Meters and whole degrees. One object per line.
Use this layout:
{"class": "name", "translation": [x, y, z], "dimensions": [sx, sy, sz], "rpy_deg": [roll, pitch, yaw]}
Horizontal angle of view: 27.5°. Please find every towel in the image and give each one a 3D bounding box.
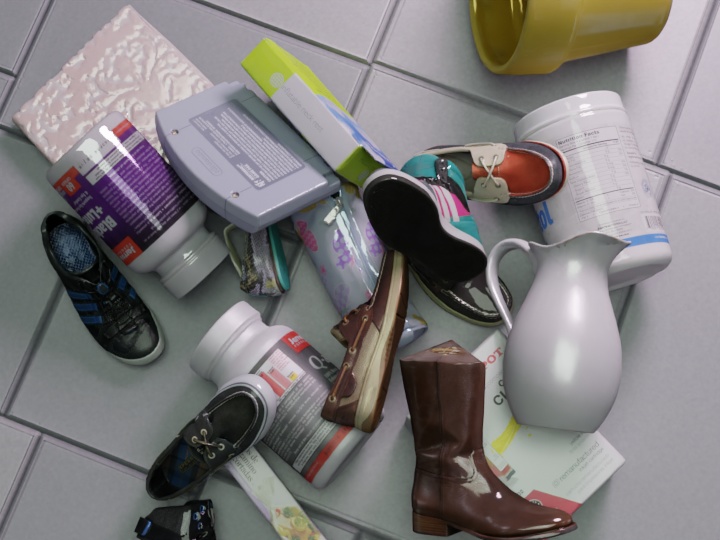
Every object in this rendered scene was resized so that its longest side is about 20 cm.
{"class": "towel", "translation": [-0.273, -0.177, 1.706], "dimensions": [0.200, 0.032, 0.191], "rpy_deg": [-45, 81, -5]}

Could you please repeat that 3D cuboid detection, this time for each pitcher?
{"class": "pitcher", "translation": [0.194, 0.063, 1.531], "dimensions": [0.171, 0.121, 0.201], "rpy_deg": [1, 82, 46]}

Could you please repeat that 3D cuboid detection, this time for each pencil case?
{"class": "pencil case", "translation": [0.000, 0.000, 1.635], "dimensions": [0.083, 0.091, 0.201], "rpy_deg": [-20, 78, -32]}

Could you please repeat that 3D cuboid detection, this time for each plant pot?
{"class": "plant pot", "translation": [0.241, -0.322, 1.661], "dimensions": [0.188, 0.201, 0.202], "rpy_deg": [-2, 77, -16]}

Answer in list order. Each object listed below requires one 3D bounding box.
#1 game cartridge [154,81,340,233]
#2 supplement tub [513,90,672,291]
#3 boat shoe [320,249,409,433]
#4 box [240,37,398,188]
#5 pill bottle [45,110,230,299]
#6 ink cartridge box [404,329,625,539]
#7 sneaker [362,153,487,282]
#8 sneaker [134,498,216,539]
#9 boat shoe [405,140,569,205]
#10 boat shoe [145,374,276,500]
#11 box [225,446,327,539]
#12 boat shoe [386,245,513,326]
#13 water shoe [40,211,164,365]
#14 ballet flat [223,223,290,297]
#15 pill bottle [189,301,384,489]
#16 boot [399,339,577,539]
{"class": "game cartridge", "translation": [-0.132, -0.125, 1.609], "dimensions": [0.133, 0.041, 0.200], "rpy_deg": [-25, 54, -30]}
{"class": "supplement tub", "translation": [0.257, -0.082, 1.629], "dimensions": [0.131, 0.132, 0.201], "rpy_deg": [-15, 77, -2]}
{"class": "boat shoe", "translation": [0.003, 0.067, 1.539], "dimensions": [0.072, 0.072, 0.201], "rpy_deg": [11, 76, 11]}
{"class": "box", "translation": [-0.038, -0.164, 1.639], "dimensions": [0.048, 0.122, 0.200], "rpy_deg": [-44, 69, 9]}
{"class": "pill bottle", "translation": [-0.240, -0.068, 1.620], "dimensions": [0.111, 0.111, 0.200], "rpy_deg": [-44, 98, -8]}
{"class": "ink cartridge box", "translation": [0.163, 0.186, 1.594], "dimensions": [0.145, 0.083, 0.200], "rpy_deg": [-42, 80, -8]}
{"class": "sneaker", "translation": [0.060, -0.081, 1.554], "dimensions": [0.083, 0.200, 0.121], "rpy_deg": [-31, 49, 18]}
{"class": "sneaker", "translation": [-0.152, 0.306, 1.578], "dimensions": [0.199, 0.073, 0.112], "rpy_deg": [13, 79, 5]}
{"class": "boat shoe", "translation": [0.137, -0.109, 1.615], "dimensions": [0.200, 0.062, 0.072], "rpy_deg": [8, 98, 44]}
{"class": "boat shoe", "translation": [-0.160, 0.184, 1.555], "dimensions": [0.069, 0.057, 0.200], "rpy_deg": [46, 126, 2]}
{"class": "box", "translation": [-0.094, 0.251, 1.606], "dimensions": [0.039, 0.041, 0.200], "rpy_deg": [-38, 79, -8]}
{"class": "boat shoe", "translation": [0.088, -0.014, 1.649], "dimensions": [0.201, 0.066, 0.072], "rpy_deg": [42, 81, 9]}
{"class": "water shoe", "translation": [-0.296, 0.022, 1.640], "dimensions": [0.071, 0.079, 0.200], "rpy_deg": [-39, 80, -7]}
{"class": "ballet flat", "translation": [-0.124, -0.066, 1.665], "dimensions": [0.072, 0.072, 0.201], "rpy_deg": [-6, 76, 0]}
{"class": "pill bottle", "translation": [-0.082, 0.132, 1.594], "dimensions": [0.200, 0.116, 0.116], "rpy_deg": [40, 81, 8]}
{"class": "boot", "translation": [0.129, 0.173, 1.505], "dimensions": [0.186, 0.064, 0.201], "rpy_deg": [-1, 91, 22]}
